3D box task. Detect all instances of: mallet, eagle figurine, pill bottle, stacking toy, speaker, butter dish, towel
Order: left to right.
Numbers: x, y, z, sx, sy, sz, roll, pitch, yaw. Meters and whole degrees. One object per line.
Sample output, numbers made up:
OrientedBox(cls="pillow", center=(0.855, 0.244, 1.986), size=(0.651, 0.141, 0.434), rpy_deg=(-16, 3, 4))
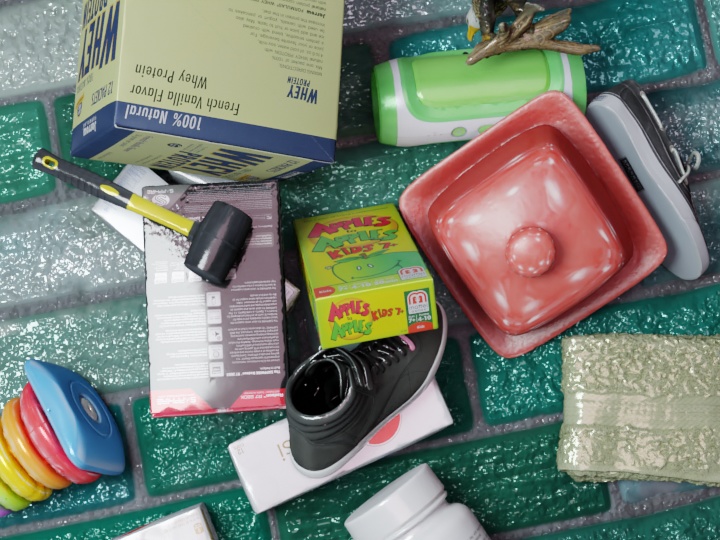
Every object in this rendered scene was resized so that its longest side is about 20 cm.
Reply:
OrientedBox(cls="stacking toy", center=(-0.323, 0.182, 1.163), size=(0.199, 0.110, 0.117), rpy_deg=(-35, 71, 4))
OrientedBox(cls="mallet", center=(-0.193, -0.047, 1.091), size=(0.198, 0.041, 0.067), rpy_deg=(17, 80, 6))
OrientedBox(cls="pill bottle", center=(0.079, 0.285, 1.161), size=(0.113, 0.113, 0.201), rpy_deg=(-34, 87, -7))
OrientedBox(cls="speaker", center=(0.112, -0.168, 1.229), size=(0.197, 0.088, 0.090), rpy_deg=(-6, 84, -4))
OrientedBox(cls="eagle figurine", center=(0.120, -0.282, 1.199), size=(0.150, 0.151, 0.202), rpy_deg=(-32, 55, 33))
OrientedBox(cls="butter dish", center=(0.154, -0.029, 1.161), size=(0.198, 0.148, 0.201), rpy_deg=(-34, 96, 14))
OrientedBox(cls="towel", center=(0.288, 0.132, 1.230), size=(0.197, 0.036, 0.150), rpy_deg=(3, 83, -3))

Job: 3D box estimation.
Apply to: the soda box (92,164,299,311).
OrientedBox(cls="soda box", center=(-0.151, -0.015, 1.196), size=(0.199, 0.068, 0.064), rpy_deg=(39, 83, 2))

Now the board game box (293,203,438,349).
OrientedBox(cls="board game box", center=(0.000, 0.000, 1.145), size=(0.100, 0.200, 0.048), rpy_deg=(-10, 112, -5))

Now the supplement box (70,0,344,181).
OrientedBox(cls="supplement box", center=(-0.129, -0.192, 1.094), size=(0.198, 0.134, 0.203), rpy_deg=(7, 82, -27))

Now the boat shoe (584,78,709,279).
OrientedBox(cls="boat shoe", center=(0.290, -0.090, 1.239), size=(0.068, 0.073, 0.201), rpy_deg=(-34, 93, -26))

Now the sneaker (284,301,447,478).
OrientedBox(cls="sneaker", center=(0.008, 0.083, 1.108), size=(0.070, 0.100, 0.200), rpy_deg=(33, 66, 25))

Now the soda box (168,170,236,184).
OrientedBox(cls="soda box", center=(-0.110, -0.165, 1.225), size=(0.068, 0.063, 0.202), rpy_deg=(26, 83, -1))

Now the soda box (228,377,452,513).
OrientedBox(cls="soda box", center=(-0.019, 0.152, 1.184), size=(0.198, 0.064, 0.069), rpy_deg=(-24, 83, -7))

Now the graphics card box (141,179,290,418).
OrientedBox(cls="graphics card box", center=(-0.126, 0.024, 1.125), size=(0.124, 0.051, 0.203), rpy_deg=(-4, 85, -2))

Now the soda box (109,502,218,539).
OrientedBox(cls="soda box", center=(-0.224, 0.281, 1.168), size=(0.198, 0.064, 0.069), rpy_deg=(-21, 85, -6))
